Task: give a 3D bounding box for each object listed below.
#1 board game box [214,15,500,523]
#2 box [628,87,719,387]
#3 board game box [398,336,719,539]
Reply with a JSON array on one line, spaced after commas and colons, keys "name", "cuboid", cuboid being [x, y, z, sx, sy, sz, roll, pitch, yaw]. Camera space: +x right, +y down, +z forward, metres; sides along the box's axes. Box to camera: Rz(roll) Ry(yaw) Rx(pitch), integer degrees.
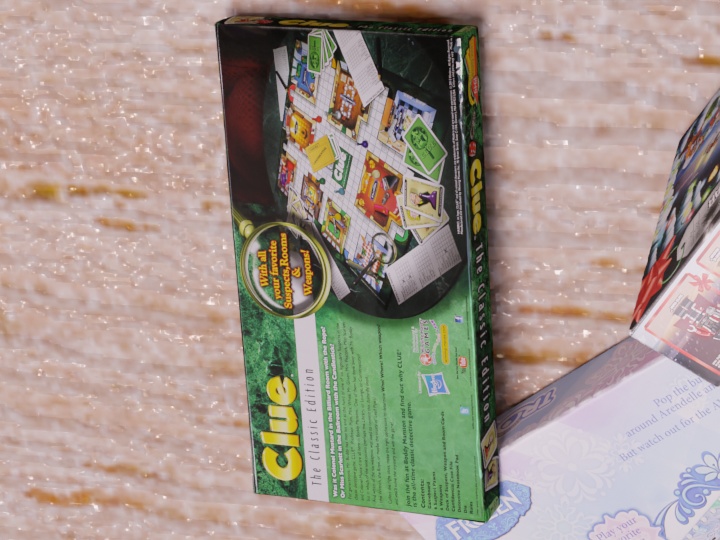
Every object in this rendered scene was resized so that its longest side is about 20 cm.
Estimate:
[{"name": "board game box", "cuboid": [0.000, 0.000, 0.946, 0.105, 0.023, 0.201, 5, 112, 21]}, {"name": "box", "cuboid": [0.165, -0.072, 0.803, 0.040, 0.137, 0.200, 30, 124, -5]}, {"name": "board game box", "cuboid": [0.153, 0.116, 0.980, 0.200, 0.043, 0.199, -33, 106, 32]}]
